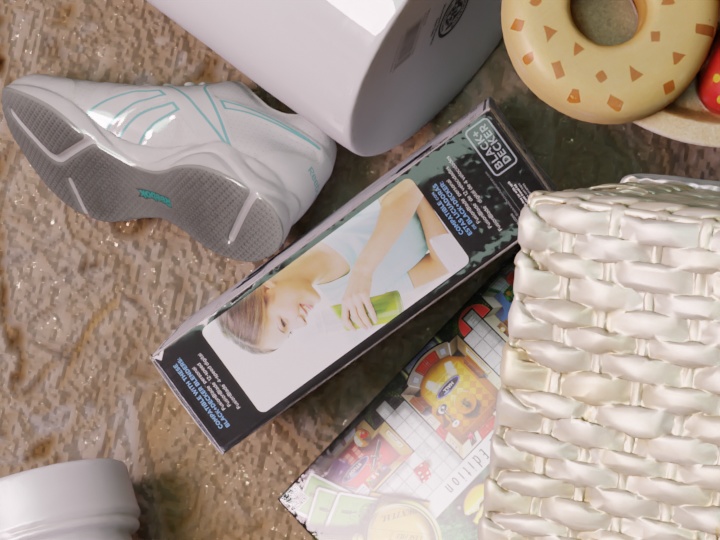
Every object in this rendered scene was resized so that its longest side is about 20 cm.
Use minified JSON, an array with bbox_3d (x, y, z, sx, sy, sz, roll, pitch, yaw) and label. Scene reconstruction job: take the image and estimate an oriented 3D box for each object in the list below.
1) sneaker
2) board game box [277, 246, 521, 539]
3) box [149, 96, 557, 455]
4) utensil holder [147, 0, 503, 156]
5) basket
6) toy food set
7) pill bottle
[{"bbox_3d":[-0.099,-0.065,1.231,0.200,0.071,0.080,20,49,30],"label":"sneaker"},{"bbox_3d":[0.063,0.079,1.177,0.105,0.023,0.200,44,94,16],"label":"board game box"},{"bbox_3d":[0.000,0.000,1.155,0.200,0.117,0.060,-36,94,6],"label":"box"},{"bbox_3d":[-0.029,-0.177,1.175,0.200,0.170,0.170,38,92,16],"label":"utensil holder"},{"bbox_3d":[0.172,0.067,1.036,0.199,0.161,0.199,10,97,24],"label":"basket"},{"bbox_3d":[0.168,-0.156,1.095,0.199,0.049,0.199,10,86,5],"label":"toy food set"},{"bbox_3d":[-0.138,0.202,1.163,0.114,0.114,0.201,-19,76,12],"label":"pill bottle"}]
